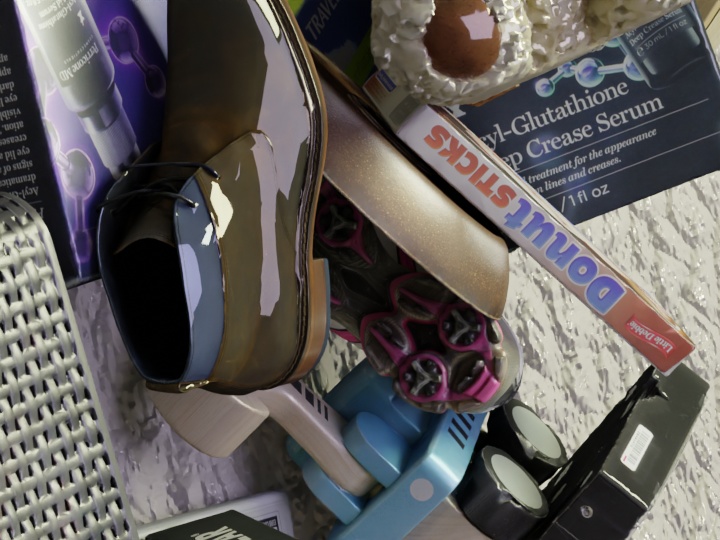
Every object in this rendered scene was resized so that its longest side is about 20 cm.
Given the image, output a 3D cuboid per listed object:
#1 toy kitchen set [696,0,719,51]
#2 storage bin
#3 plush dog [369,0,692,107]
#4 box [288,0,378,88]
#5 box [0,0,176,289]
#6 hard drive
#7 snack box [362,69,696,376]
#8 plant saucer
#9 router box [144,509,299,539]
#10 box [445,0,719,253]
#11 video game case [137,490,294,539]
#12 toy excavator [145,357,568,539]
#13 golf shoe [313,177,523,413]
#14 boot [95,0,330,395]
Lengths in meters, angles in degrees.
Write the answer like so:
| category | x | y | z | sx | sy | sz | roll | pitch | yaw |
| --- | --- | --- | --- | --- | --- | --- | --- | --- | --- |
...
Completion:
| category | x | y | z | sx | sy | sz | roll | pitch | yaw |
| --- | --- | --- | --- | --- | --- | --- | --- | --- | --- |
| toy kitchen set | 0.078 | -0.169 | 1.528 | 0.164 | 0.200 | 0.180 | -57 | 152 | 11 |
| storage bin | -0.178 | 0.082 | 1.111 | 0.094 | 0.135 | 0.201 | -23 | 99 | -55 |
| plush dog | 0.051 | -0.172 | 1.326 | 0.199 | 0.160 | 0.173 | -25 | 90 | -23 |
| box | 0.000 | -0.103 | 1.501 | 0.200 | 0.047 | 0.122 | 59 | 38 | -29 |
| box | -0.141 | -0.095 | 1.241 | 0.148 | 0.104 | 0.201 | -23 | 101 | -56 |
| hard drive | 0.099 | 0.145 | 1.453 | 0.038 | 0.200 | 0.140 | 39 | 31 | 0 |
| snack box | 0.083 | -0.025 | 1.380 | 0.200 | 0.024 | 0.072 | 41 | 7 | -25 |
| plant saucer | 0.005 | -0.056 | 1.348 | 0.200 | 0.032 | 0.200 | 44 | 6 | -5 |
| router box | -0.035 | 0.192 | 1.222 | 0.051 | 0.200 | 0.150 | -16 | 97 | -16 |
| box | 0.096 | -0.132 | 1.448 | 0.107 | 0.148 | 0.201 | -95 | 163 | -73 |
| video game case | -0.083 | 0.210 | 1.328 | 0.200 | 0.022 | 0.183 | -9 | 90 | -57 |
| toy excavator | -0.009 | 0.086 | 1.402 | 0.200 | 0.100 | 0.195 | 43 | 21 | -4 |
| golf shoe | 0.000 | 0.000 | 1.410 | 0.200 | 0.073 | 0.092 | 46 | 8 | 13 |
| boot | -0.065 | -0.043 | 1.181 | 0.097 | 0.074 | 0.201 | -17 | 99 | -59 |
